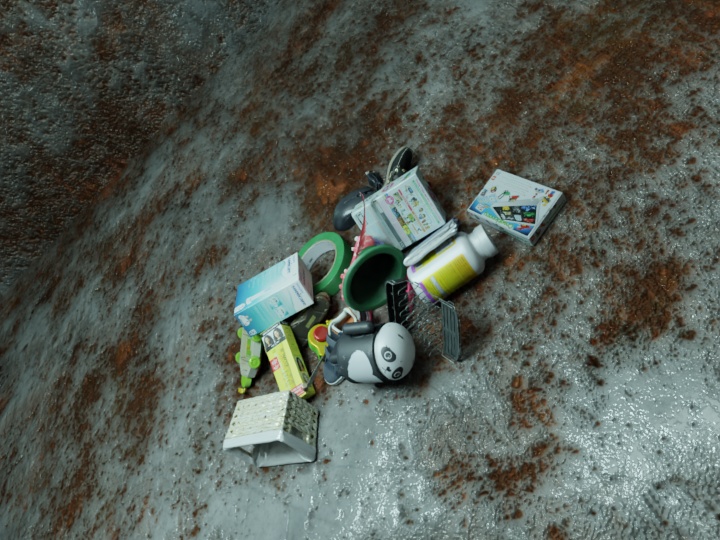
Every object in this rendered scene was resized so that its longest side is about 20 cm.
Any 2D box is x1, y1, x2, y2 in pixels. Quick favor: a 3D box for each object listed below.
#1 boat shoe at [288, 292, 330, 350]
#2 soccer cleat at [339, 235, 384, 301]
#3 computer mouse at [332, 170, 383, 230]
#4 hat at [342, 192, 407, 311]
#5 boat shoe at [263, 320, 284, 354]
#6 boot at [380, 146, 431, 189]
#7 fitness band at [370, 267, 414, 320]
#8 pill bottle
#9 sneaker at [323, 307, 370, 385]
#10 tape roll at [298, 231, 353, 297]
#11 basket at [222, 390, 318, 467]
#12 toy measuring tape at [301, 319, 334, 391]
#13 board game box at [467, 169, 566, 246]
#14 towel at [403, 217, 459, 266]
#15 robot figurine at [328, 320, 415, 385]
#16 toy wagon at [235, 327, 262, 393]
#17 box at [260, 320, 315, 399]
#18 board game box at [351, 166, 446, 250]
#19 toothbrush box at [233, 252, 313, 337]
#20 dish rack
[{"bbox_3d":[-0.146,0.141,1.525,0.200,0.071,0.076,-47,9,12],"label":"boat shoe"},{"bbox_3d":[0.000,0.000,1.457,0.067,0.074,0.204,-109,31,-52],"label":"soccer cleat"},{"bbox_3d":[-0.014,-0.201,1.651,0.199,0.053,0.140,-42,43,11],"label":"computer mouse"},{"bbox_3d":[0.009,-0.031,1.375,0.200,0.166,0.176,-44,41,3],"label":"hat"},{"bbox_3d":[-0.248,0.165,1.594,0.064,0.071,0.203,-36,36,26],"label":"boat shoe"},{"bbox_3d":[0.131,-0.234,1.529,0.149,0.073,0.204,16,76,48],"label":"boot"},{"bbox_3d":[0.067,0.070,1.400,0.140,0.037,0.205,-12,55,33],"label":"fitness band"},{"bbox_3d":[0.208,-0.015,1.280,0.198,0.104,0.106,-35,43,17],"label":"pill bottle"},{"bbox_3d":[-0.052,0.177,1.369,0.078,0.079,0.205,28,96,41],"label":"sneaker"},{"bbox_3d":[-0.112,-0.009,1.605,0.197,0.048,0.205,-23,48,29],"label":"tape roll"},{"bbox_3d":[-0.206,0.377,1.353,0.196,0.135,0.126,-17,46,32],"label":"basket"},{"bbox_3d":[-0.116,0.202,1.424,0.072,0.074,0.202,-2,47,40],"label":"toy measuring tape"},{"bbox_3d":[0.351,-0.148,1.299,0.127,0.035,0.199,-52,41,-2],"label":"board game box"},{"bbox_3d":[0.170,-0.068,1.327,0.145,0.024,0.200,-37,1,15],"label":"towel"},{"bbox_3d":[0.026,0.183,1.247,0.196,0.149,0.129,-12,72,35],"label":"robot figurine"},{"bbox_3d":[-0.309,0.236,1.579,0.154,0.039,0.207,-6,79,64],"label":"toy wagon"},{"bbox_3d":[-0.185,0.236,1.444,0.074,0.050,0.204,-32,67,19],"label":"box"},{"bbox_3d":[0.097,-0.140,1.433,0.197,0.149,0.065,-29,17,23],"label":"board game box"},{"bbox_3d":[-0.227,0.062,1.507,0.197,0.086,0.147,-30,29,7],"label":"toothbrush box"},{"bbox_3d":[0.137,0.111,1.229,0.054,0.157,0.198,-25,34,-28],"label":"dish rack"}]
